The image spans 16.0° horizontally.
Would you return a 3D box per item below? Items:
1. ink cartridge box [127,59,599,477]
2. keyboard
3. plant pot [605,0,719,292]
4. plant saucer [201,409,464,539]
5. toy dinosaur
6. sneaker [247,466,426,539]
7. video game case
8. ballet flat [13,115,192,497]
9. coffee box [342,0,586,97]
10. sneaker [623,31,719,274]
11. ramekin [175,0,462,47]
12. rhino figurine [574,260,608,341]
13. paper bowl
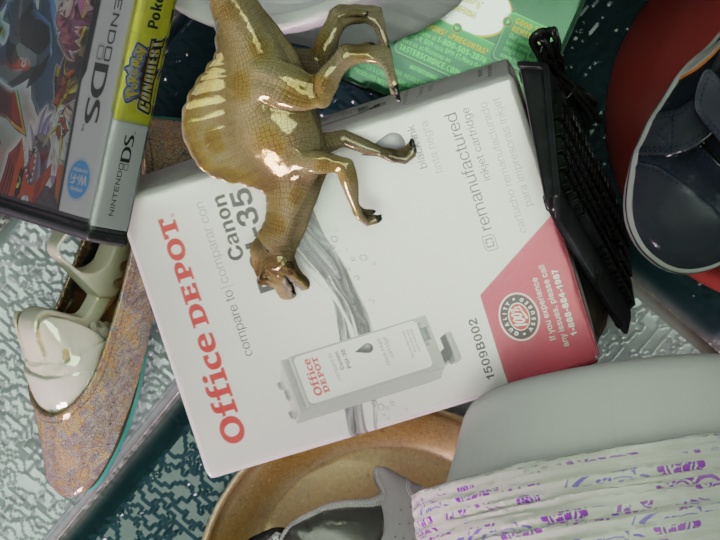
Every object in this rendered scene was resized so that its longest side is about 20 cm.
[{"bbox_3d":[0.000,0.000,1.230,0.199,0.083,0.148,-18,98,6],"label":"ink cartridge box"},{"bbox_3d":[0.105,-0.054,1.232,0.020,0.200,0.128,-13,70,10],"label":"keyboard"},{"bbox_3d":[0.224,-0.076,1.237,0.199,0.177,0.202,0,92,1],"label":"plant pot"},{"bbox_3d":[0.014,0.166,1.320,0.198,0.035,0.202,0,93,1],"label":"plant saucer"},{"bbox_3d":[-0.034,-0.084,1.143,0.100,0.058,0.201,-14,101,2],"label":"toy dinosaur"},{"bbox_3d":[-0.021,0.187,1.275,0.115,0.075,0.201,33,83,4],"label":"sneaker"},{"bbox_3d":[-0.156,-0.117,1.243,0.025,0.199,0.182,10,94,-38],"label":"video game case"},{"bbox_3d":[-0.137,0.013,1.296,0.067,0.068,0.201,21,84,-42],"label":"ballet flat"},{"bbox_3d":[0.065,-0.173,1.300,0.122,0.044,0.201,23,93,-1],"label":"coffee box"},{"bbox_3d":[0.188,-0.083,1.110,0.078,0.079,0.200,38,94,-2],"label":"sneaker"},{"bbox_3d":[-0.016,-0.203,1.239,0.199,0.098,0.202,-5,79,28],"label":"ramekin"},{"bbox_3d":[0.033,0.005,1.301,0.199,0.060,0.088,26,96,1],"label":"rhino figurine"},{"bbox_3d":[0.122,0.099,1.173,0.199,0.201,0.105,-8,80,1],"label":"paper bowl"}]
